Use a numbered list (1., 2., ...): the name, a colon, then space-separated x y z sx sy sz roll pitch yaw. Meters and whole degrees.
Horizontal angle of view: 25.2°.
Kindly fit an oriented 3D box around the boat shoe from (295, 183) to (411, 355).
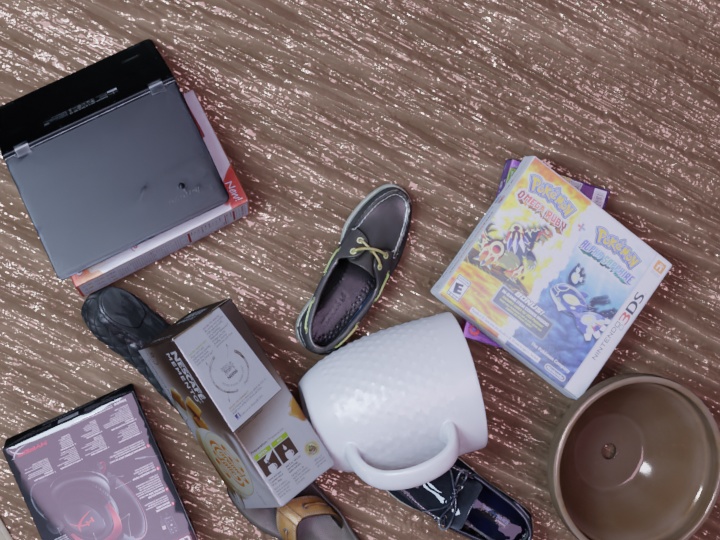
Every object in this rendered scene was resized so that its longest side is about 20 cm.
1. boat shoe: 0.000 0.000 1.717 0.071 0.061 0.203 29 88 -10

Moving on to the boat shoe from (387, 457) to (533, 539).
1. boat shoe: 0.105 0.246 1.748 0.199 0.062 0.075 31 89 -8

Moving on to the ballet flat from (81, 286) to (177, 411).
1. ballet flat: -0.212 0.092 1.700 0.200 0.057 0.067 47 57 -13

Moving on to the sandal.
1. sandal: -0.058 0.278 1.724 0.082 0.055 0.200 -42 98 -5

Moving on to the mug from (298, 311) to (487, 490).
1. mug: 0.035 0.151 1.664 0.173 0.201 0.149 -15 126 -6

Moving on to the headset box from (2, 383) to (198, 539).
1. headset box: -0.265 0.241 1.677 0.147 0.075 0.202 -24 96 -7

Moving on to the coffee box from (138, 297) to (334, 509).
1. coffee box: -0.127 0.138 1.638 0.079 0.114 0.201 -36 99 -27

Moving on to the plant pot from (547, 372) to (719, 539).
1. plant pot: 0.287 0.206 1.755 0.199 0.093 0.203 -2 99 -15

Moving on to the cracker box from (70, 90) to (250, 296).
1. cracker box: -0.229 -0.080 1.660 0.199 0.058 0.135 -27 80 -8

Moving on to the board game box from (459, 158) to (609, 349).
1. board game box: 0.190 -0.009 1.766 0.119 0.032 0.202 17 89 -14

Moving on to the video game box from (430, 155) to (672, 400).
1. video game box: 0.207 0.009 1.735 0.199 0.047 0.183 36 84 -10

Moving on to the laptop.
1. laptop: -0.257 -0.118 1.626 0.186 0.200 0.117 -25 121 -7

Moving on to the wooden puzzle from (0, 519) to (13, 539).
1. wooden puzzle: -0.416 0.338 1.637 0.184 0.037 0.201 -34 101 -36
